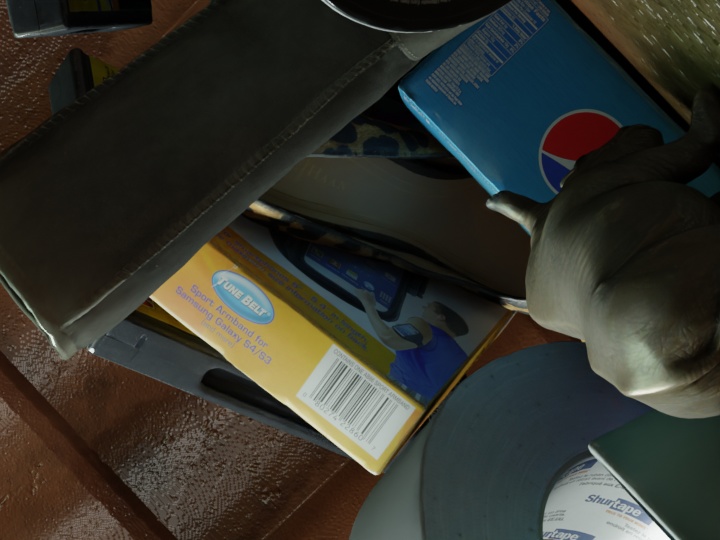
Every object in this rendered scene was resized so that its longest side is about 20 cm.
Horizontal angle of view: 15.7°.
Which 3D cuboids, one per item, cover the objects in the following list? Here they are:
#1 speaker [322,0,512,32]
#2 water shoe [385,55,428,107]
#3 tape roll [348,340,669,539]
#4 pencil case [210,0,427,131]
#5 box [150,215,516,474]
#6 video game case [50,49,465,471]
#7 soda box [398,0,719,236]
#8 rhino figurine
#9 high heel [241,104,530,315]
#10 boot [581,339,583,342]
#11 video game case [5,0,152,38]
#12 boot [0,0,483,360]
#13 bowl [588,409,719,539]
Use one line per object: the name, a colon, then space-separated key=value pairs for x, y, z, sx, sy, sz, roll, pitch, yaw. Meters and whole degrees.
speaker: x=-0.018 y=-0.130 z=0.659 sx=0.081 sy=0.081 sz=0.200 roll=46 pitch=-179 yaw=-34
water shoe: x=-0.013 y=-0.116 z=1.029 sx=0.200 sy=0.071 sz=0.079 roll=47 pitch=-145 yaw=-28
tape roll: x=0.096 y=0.125 z=0.949 sx=0.200 sy=0.066 sz=0.201 roll=17 pitch=-133 yaw=-19
pencil case: x=-0.005 y=-0.116 z=1.138 sx=0.085 sy=0.093 sz=0.200 roll=-6 pitch=133 yaw=49
box: x=0.000 y=0.000 z=1.058 sx=0.119 sy=0.042 sz=0.200 roll=37 pitch=-154 yaw=4
video game case: x=-0.041 y=0.000 z=1.101 sx=0.180 sy=0.026 sz=0.200 roll=24 pitch=-153 yaw=-26
soda box: x=0.104 y=-0.015 z=0.946 sx=0.200 sy=0.064 sz=0.068 roll=47 pitch=-179 yaw=1
rhino figurine: x=0.090 y=-0.010 z=0.811 sx=0.060 sy=0.087 sz=0.200 roll=47 pitch=180 yaw=-19
high heel: x=0.039 y=-0.014 z=0.993 sx=0.200 sy=0.072 sz=0.143 roll=25 pitch=-162 yaw=12
boot: x=0.162 y=0.029 z=1.083 sx=0.200 sy=0.072 sz=0.166 roll=48 pitch=169 yaw=6
video game case: x=-0.123 y=-0.191 z=1.008 sx=0.181 sy=0.025 sz=0.201 roll=-50 pitch=-49 yaw=-82
boot: x=-0.041 y=-0.067 z=0.819 sx=0.073 sy=0.200 sz=0.182 roll=46 pitch=180 yaw=-20
bowl: x=0.178 y=0.094 z=0.827 sx=0.201 sy=0.105 sz=0.201 roll=47 pitch=180 yaw=0
